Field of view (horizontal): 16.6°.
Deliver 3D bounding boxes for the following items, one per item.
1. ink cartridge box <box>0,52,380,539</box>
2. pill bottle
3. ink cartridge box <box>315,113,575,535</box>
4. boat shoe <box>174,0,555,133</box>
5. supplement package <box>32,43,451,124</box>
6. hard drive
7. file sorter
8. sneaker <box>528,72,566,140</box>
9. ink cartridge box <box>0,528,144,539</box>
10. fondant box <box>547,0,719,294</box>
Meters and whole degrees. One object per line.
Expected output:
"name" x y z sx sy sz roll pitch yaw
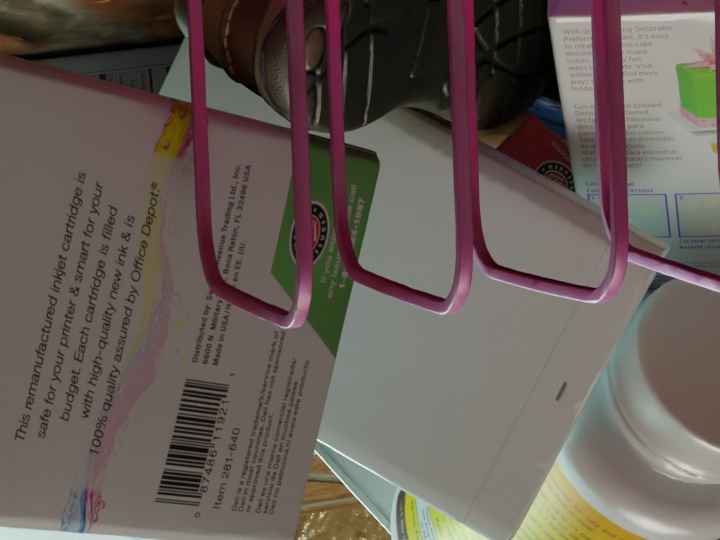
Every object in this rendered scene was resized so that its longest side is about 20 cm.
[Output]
"ink cartridge box" -0.101 0.008 0.819 0.084 0.145 0.200 14 -178 43
"pill bottle" 0.099 0.080 1.023 0.109 0.109 0.200 -1 154 -28
"ink cartridge box" 0.076 0.040 1.197 0.200 0.145 0.083 -44 166 4
"boat shoe" 0.009 -0.096 0.901 0.074 0.076 0.200 25 -164 29
"supplement package" -0.054 -0.010 1.070 0.200 0.151 0.152 -6 169 2
"hard drive" 0.000 0.000 0.948 0.200 0.132 0.026 29 -165 10
"file sorter" 0.053 -0.055 0.754 0.200 0.126 0.139 -5 -171 -16
"sneaker" 0.156 -0.091 1.001 0.200 0.066 0.078 -12 164 30
"ink cartridge box" -0.142 0.093 1.238 0.147 0.076 0.200 -1 161 -14
"fondant box" 0.153 -0.060 0.950 0.144 0.058 0.200 -1 148 10
